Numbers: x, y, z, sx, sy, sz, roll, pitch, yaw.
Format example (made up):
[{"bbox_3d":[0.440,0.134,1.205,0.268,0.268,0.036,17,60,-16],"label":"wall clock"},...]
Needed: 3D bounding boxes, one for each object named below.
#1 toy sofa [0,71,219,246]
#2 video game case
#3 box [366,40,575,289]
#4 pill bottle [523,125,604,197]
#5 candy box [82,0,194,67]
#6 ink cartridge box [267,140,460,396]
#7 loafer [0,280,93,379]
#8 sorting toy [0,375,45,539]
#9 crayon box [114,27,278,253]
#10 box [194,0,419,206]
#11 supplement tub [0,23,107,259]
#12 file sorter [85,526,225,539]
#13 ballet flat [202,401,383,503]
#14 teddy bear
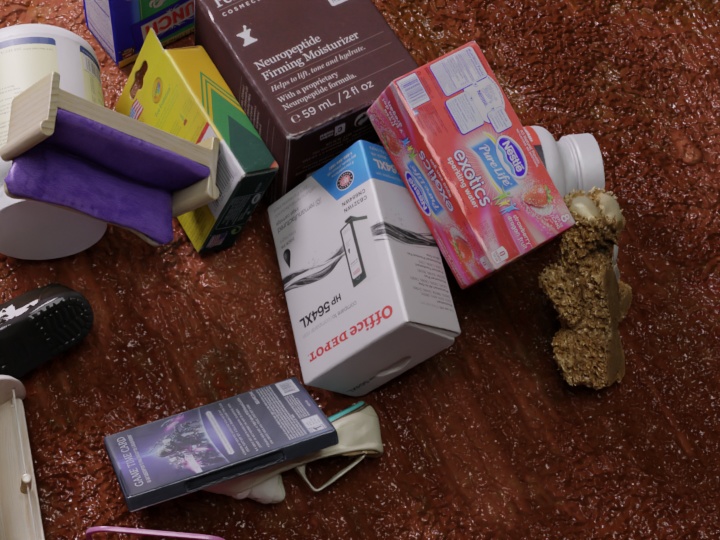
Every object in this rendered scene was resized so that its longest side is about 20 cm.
[{"bbox_3d":[-0.233,-0.100,1.401,0.198,0.082,0.099,20,63,-37],"label":"toy sofa"},{"bbox_3d":[-0.133,0.158,1.386,0.197,0.019,0.143,-18,21,-13],"label":"video game case"},{"bbox_3d":[0.103,-0.099,1.414,0.102,0.095,0.202,-28,87,-20],"label":"box"},{"bbox_3d":[0.147,-0.090,1.541,0.197,0.112,0.113,-7,63,-9],"label":"pill bottle"},{"bbox_3d":[-0.211,-0.330,1.580,0.168,0.201,0.077,-31,70,-18],"label":"candy box"},{"bbox_3d":[0.000,0.000,1.454,0.084,0.145,0.202,16,50,-45],"label":"ink cartridge box"},{"bbox_3d":[-0.355,0.073,1.440,0.198,0.074,0.071,-24,31,-13],"label":"loafer"},{"bbox_3d":[-0.343,0.176,1.317,0.105,0.181,0.202,-10,63,-11],"label":"sorting toy"},{"bbox_3d":[-0.172,-0.137,1.522,0.050,0.127,0.201,-14,63,-40],"label":"crayon box"},{"bbox_3d":[-0.058,-0.196,1.545,0.164,0.165,0.201,-27,68,-18],"label":"box"},{"bbox_3d":[-0.325,-0.128,1.496,0.143,0.146,0.202,-7,63,-9],"label":"supplement tub"},{"bbox_3d":[-0.185,0.334,1.281,0.137,0.126,0.203,5,62,-2],"label":"file sorter"},{"bbox_3d":[-0.067,0.185,1.409,0.198,0.070,0.070,-19,66,-16],"label":"ballet flat"},{"bbox_3d":[0.224,0.015,1.488,0.066,0.203,0.145,2,21,30],"label":"teddy bear"}]
